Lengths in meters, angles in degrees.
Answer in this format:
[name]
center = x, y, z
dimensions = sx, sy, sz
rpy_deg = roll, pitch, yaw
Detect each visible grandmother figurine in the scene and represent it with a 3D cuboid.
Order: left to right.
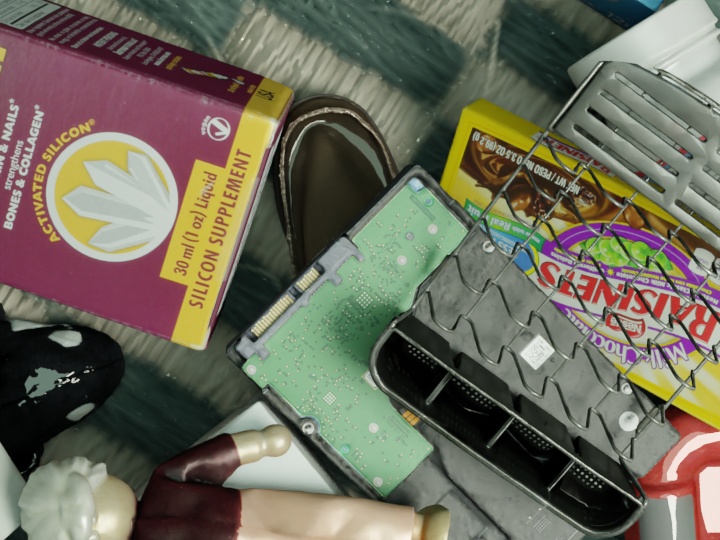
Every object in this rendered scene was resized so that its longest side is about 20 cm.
[grandmother figurine]
center = -0.062, 0.130, 0.739
dimensions = 0.200, 0.061, 0.121
rpy_deg = 13, 52, -7

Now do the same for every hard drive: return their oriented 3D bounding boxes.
[hard drive]
center = 0.047, 0.063, 0.809
dimensions = 0.200, 0.038, 0.140
rpy_deg = 44, 89, -8

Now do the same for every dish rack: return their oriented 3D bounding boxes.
[dish rack]
center = 0.117, 0.009, 0.749
dimensions = 0.153, 0.055, 0.200
rpy_deg = 35, 106, -7

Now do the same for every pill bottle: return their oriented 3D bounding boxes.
[pill bottle]
center = 0.198, -0.044, 0.849
dimensions = 0.109, 0.109, 0.200
rpy_deg = -31, 90, -4

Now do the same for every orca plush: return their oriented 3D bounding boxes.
[orca plush]
center = -0.230, 0.064, 0.839
dimensions = 0.200, 0.071, 0.105
rpy_deg = 4, 89, -3

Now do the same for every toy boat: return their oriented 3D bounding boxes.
[toy boat]
center = 0.245, 0.131, 0.831
dimensions = 0.200, 0.131, 0.131
rpy_deg = -7, 98, -3

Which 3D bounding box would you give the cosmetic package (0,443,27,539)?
[cosmetic package]
center = -0.285, 0.107, 0.689
dimensions = 0.165, 0.200, 0.165
rpy_deg = -28, 97, 23

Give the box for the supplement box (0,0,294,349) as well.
[supplement box]
center = -0.149, -0.061, 0.817
dimensions = 0.200, 0.103, 0.131
rpy_deg = 18, 106, -2

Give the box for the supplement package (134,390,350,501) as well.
[supplement package]
center = -0.081, 0.186, 0.827
dimensions = 0.200, 0.111, 0.156
rpy_deg = -39, 91, -4

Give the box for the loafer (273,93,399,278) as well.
[loafer]
center = 0.000, 0.000, 0.855
dimensions = 0.073, 0.071, 0.200
rpy_deg = -13, 90, -4

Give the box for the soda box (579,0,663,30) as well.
[soda box]
center = 0.090, -0.216, 0.869
dimensions = 0.200, 0.064, 0.068
rpy_deg = 31, 87, -2

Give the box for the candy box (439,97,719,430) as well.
[candy box]
center = 0.128, -0.003, 0.827
dimensions = 0.200, 0.026, 0.102
rpy_deg = 29, 125, 20
